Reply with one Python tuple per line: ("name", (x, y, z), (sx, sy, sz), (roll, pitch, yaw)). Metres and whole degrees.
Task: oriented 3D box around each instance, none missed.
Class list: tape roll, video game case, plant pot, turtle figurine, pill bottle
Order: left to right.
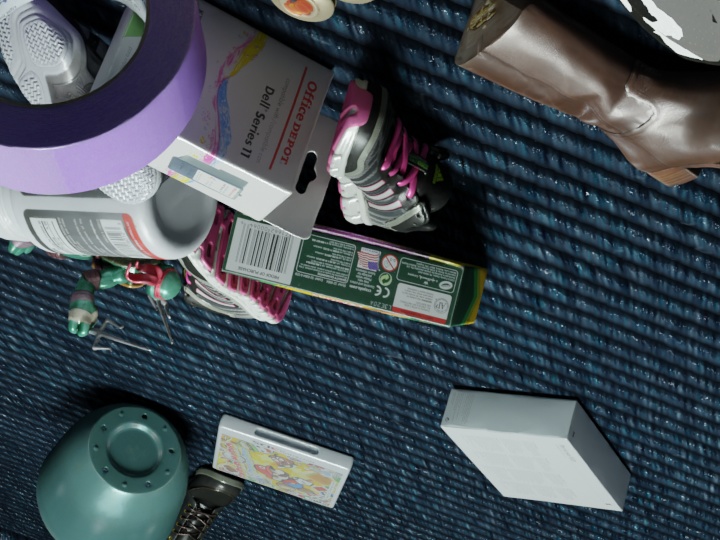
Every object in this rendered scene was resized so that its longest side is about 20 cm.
("tape roll", (-0.208, -0.155, 1.069), (0.199, 0.201, 0.066), (15, 157, 8))
("pill bottle", (-0.235, -0.071, 1.372), (0.199, 0.117, 0.116), (4, 152, 31))
("turtle figurine", (-0.230, -0.002, 1.470), (0.199, 0.101, 0.149), (33, -159, 27))
("plant pot", (-0.317, 0.269, 2.075), (0.199, 0.202, 0.161), (23, 144, -10))
("video game case", (-0.108, 0.260, 2.102), (0.181, 0.023, 0.200), (19, 156, 0))

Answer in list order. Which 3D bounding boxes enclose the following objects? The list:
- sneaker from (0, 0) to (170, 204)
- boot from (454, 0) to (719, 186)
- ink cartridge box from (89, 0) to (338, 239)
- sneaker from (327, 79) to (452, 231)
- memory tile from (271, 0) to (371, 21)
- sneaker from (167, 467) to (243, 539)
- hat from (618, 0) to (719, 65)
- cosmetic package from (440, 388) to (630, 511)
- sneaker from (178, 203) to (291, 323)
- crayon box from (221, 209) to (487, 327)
("sneaker", (-0.196, -0.152, 1.223), (0.201, 0.114, 0.075), (55, 135, 3))
("boot", (0.173, -0.137, 1.020), (0.199, 0.065, 0.186), (31, 151, -15))
("ink cartridge box", (-0.097, -0.119, 1.168), (0.199, 0.118, 0.067), (26, 153, -17))
("sneaker", (0.028, -0.083, 1.198), (0.087, 0.074, 0.200), (14, 160, 10))
("memory tile", (-0.029, -0.226, 1.018), (0.153, 0.017, 0.199), (35, 152, -32))
("sneaker", (-0.234, 0.360, 2.301), (0.074, 0.107, 0.200), (24, 155, -13))
("hat", (0.207, -0.202, 0.828), (0.199, 0.081, 0.201), (15, 147, 10))
("cosmetic package", (0.197, 0.199, 1.721), (0.150, 0.052, 0.200), (5, 153, 31))
("sneaker", (-0.146, -0.005, 1.501), (0.087, 0.074, 0.200), (-2, 154, 27))
("crayon box", (0.000, 0.000, 1.350), (0.199, 0.059, 0.173), (14, -179, 11))
